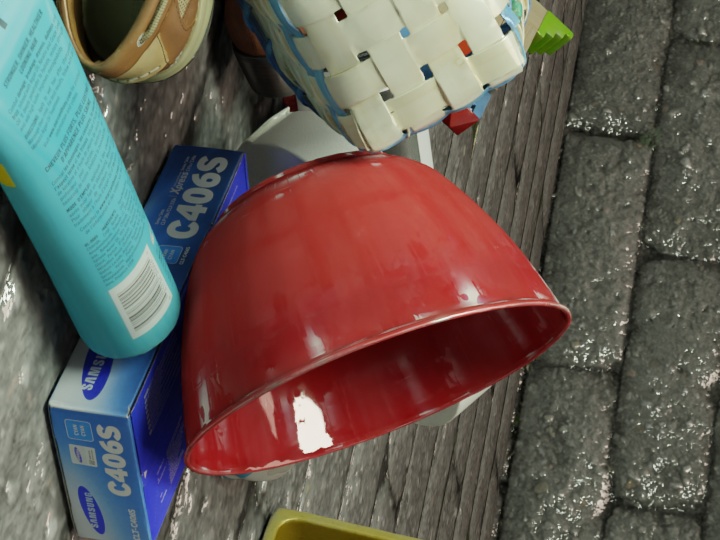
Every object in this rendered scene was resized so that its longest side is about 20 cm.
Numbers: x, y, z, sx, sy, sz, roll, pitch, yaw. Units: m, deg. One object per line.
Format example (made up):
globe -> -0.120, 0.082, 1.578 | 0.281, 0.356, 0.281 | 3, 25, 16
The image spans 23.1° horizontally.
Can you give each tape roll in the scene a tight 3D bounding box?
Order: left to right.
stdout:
tape roll -> 0.000, 0.000, 1.026 | 0.037, 0.202, 0.204 | -38, 149, -21

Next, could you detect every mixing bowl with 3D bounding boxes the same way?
mixing bowl -> -0.009, 0.012, 0.858 | 0.200, 0.199, 0.109 | 57, 11, -73

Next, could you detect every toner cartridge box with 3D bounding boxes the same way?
toner cartridge box -> -0.101, 0.034, 0.909 | 0.201, 0.043, 0.096 | -71, 163, -47

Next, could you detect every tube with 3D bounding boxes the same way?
tube -> -0.124, -0.038, 0.749 | 0.201, 0.050, 0.078 | 75, 20, -52

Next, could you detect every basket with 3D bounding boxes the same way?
basket -> 0.004, -0.154, 0.865 | 0.177, 0.138, 0.200 | 59, 2, -27

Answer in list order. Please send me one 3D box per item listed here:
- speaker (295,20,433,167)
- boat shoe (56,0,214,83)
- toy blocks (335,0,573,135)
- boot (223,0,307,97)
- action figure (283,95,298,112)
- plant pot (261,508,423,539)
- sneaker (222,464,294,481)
speaker -> 0.008, -0.052, 1.116 | 0.081, 0.080, 0.202 | -66, 152, -56
boat shoe -> -0.091, -0.176, 0.747 | 0.074, 0.075, 0.202 | -38, 134, -70
toy blocks -> 0.035, -0.169, 1.171 | 0.100, 0.200, 0.137 | -34, -159, 48
boot -> -0.053, -0.232, 1.005 | 0.201, 0.068, 0.189 | 74, 32, -47
action figure -> -0.032, -0.104, 1.168 | 0.201, 0.051, 0.066 | -63, 152, -48
plant pot -> 0.001, 0.327, 1.281 | 0.196, 0.192, 0.201 | -71, 170, -47
sneaker -> -0.052, 0.085, 1.101 | 0.200, 0.080, 0.077 | 75, 23, -66
